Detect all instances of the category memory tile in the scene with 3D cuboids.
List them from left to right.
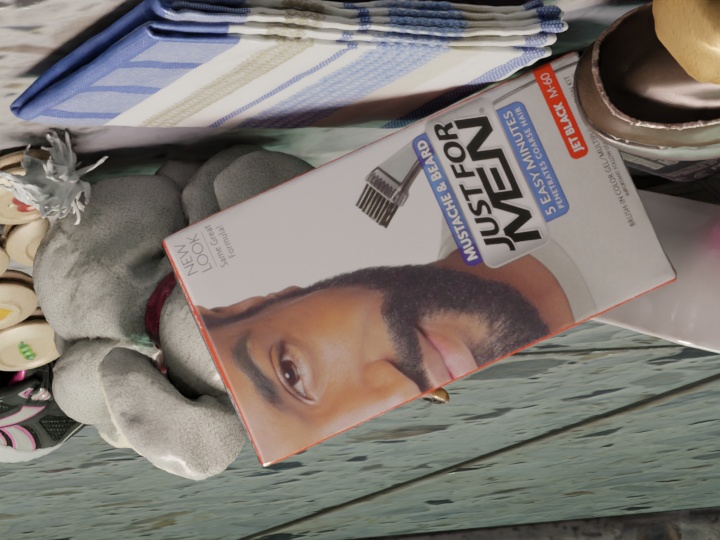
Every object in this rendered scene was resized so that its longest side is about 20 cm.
[{"bbox_3d":[-0.192,0.008,1.432,0.153,0.017,0.200,-18,154,5],"label":"memory tile"}]

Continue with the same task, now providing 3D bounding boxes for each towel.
[{"bbox_3d":[-0.030,-0.087,1.206,0.199,0.024,0.147,-1,168,-30],"label":"towel"}]

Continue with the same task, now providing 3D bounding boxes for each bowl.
[{"bbox_3d":[0.206,0.008,1.528,0.199,0.075,0.200,13,-179,-24],"label":"bowl"}]

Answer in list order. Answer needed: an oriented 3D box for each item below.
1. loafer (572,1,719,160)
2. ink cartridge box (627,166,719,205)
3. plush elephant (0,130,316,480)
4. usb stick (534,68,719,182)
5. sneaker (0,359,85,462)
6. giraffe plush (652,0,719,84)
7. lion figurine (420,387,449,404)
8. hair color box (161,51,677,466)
[{"bbox_3d":[0.184,-0.102,1.191,0.199,0.073,0.071,-14,159,5],"label":"loafer"},{"bbox_3d":[0.189,-0.036,1.637,0.160,0.050,0.200,-13,150,28],"label":"ink cartridge box"},{"bbox_3d":[-0.071,0.021,1.351,0.165,0.155,0.200,-51,148,-3],"label":"plush elephant"},{"bbox_3d":[0.135,-0.072,1.389,0.055,0.033,0.200,-20,165,25],"label":"usb stick"},{"bbox_3d":[-0.223,0.072,1.796,0.086,0.081,0.200,-28,166,33],"label":"sneaker"},{"bbox_3d":[0.208,-0.111,0.989,0.200,0.173,0.162,-44,175,6],"label":"giraffe plush"},{"bbox_3d":[0.000,0.000,1.534,0.199,0.123,0.072,19,165,-36],"label":"lion figurine"},{"bbox_3d":[0.024,-0.004,1.257,0.199,0.111,0.064,-25,180,-4],"label":"hair color box"}]
